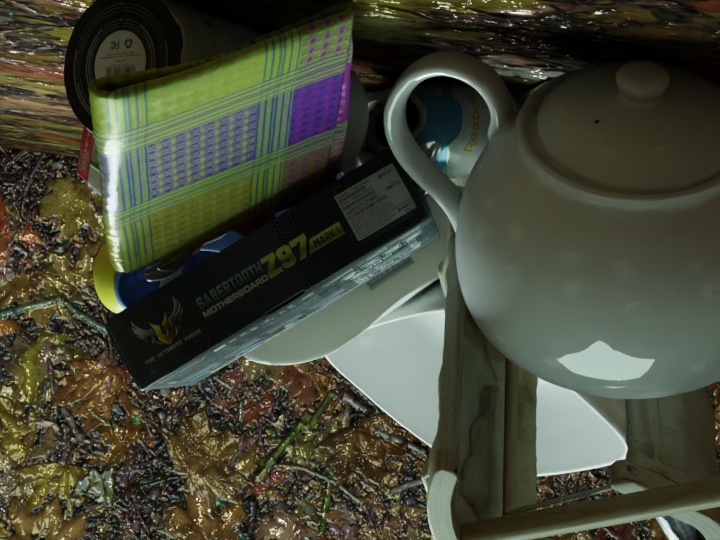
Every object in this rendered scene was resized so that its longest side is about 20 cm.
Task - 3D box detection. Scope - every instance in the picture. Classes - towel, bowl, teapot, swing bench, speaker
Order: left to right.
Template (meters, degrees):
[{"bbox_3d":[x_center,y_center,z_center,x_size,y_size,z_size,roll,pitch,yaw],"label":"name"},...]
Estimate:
[{"bbox_3d":[-0.073,-0.065,0.752,0.142,0.023,0.200,-22,161,-14],"label":"towel"},{"bbox_3d":[-0.074,-0.101,0.819,0.080,0.082,0.199,8,-179,30],"label":"speaker"},{"bbox_3d":[0.096,0.069,1.058,0.200,0.075,0.199,40,149,-21],"label":"bowl"},{"bbox_3d":[0.138,0.081,0.813,0.197,0.131,0.200,1,-138,7],"label":"swing bench"},{"bbox_3d":[0.136,-0.043,0.746,0.198,0.147,0.198,-17,-139,-13],"label":"teapot"}]

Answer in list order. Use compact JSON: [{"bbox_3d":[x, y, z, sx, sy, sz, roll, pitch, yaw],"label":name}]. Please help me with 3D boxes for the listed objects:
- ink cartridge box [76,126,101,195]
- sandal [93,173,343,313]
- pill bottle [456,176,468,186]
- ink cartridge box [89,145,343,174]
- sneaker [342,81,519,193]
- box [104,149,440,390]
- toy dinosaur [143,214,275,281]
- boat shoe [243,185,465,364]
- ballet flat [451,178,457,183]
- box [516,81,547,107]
[{"bbox_3d":[-0.173,-0.096,1.370,0.143,0.085,0.200,7,-165,-29],"label":"ink cartridge box"},{"bbox_3d":[-0.088,-0.014,1.022,0.199,0.080,0.087,-31,-149,-17],"label":"sandal"},{"bbox_3d":[0.088,-0.068,1.324,0.113,0.115,0.199,8,180,29],"label":"pill bottle"},{"bbox_3d":[-0.103,-0.084,1.138,0.198,0.085,0.146,19,-178,-19],"label":"ink cartridge box"},{"bbox_3d":[0.029,-0.094,0.994,0.080,0.078,0.199,6,172,-26],"label":"sneaker"},{"bbox_3d":[-0.047,0.003,0.883,0.199,0.051,0.158,-30,174,3],"label":"box"},{"bbox_3d":[-0.071,-0.080,0.949,0.198,0.106,0.182,-25,-146,-13],"label":"toy dinosaur"},{"bbox_3d":[0.000,0.000,0.999,0.199,0.072,0.069,-35,180,8],"label":"boat shoe"},{"bbox_3d":[0.086,-0.090,1.146,0.197,0.072,0.071,7,-179,19],"label":"ballet flat"},{"bbox_3d":[0.145,-0.057,0.973,0.100,0.114,0.200,8,179,-6],"label":"box"}]
